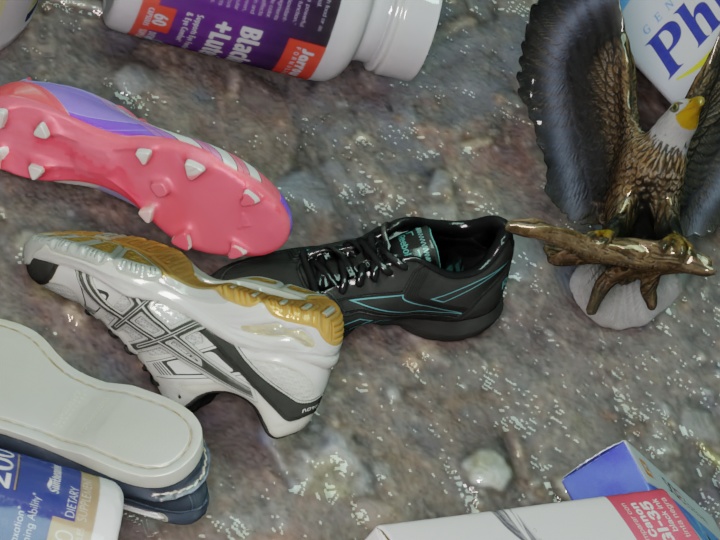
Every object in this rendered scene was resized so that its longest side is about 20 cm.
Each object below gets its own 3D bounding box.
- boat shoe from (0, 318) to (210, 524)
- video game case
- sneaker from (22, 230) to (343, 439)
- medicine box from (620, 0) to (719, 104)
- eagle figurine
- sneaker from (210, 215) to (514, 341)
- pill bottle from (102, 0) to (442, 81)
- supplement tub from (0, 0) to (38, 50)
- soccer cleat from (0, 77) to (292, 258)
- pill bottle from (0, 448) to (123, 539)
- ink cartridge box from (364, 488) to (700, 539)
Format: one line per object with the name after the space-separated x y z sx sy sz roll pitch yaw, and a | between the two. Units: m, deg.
-0.166 0.082 1.520 0.199 0.062 0.075 17 51 23 | boat shoe
0.197 0.205 1.521 0.045 0.181 0.201 -33 63 10 | video game case
-0.110 0.036 1.583 0.199 0.088 0.076 19 14 21 | sneaker
0.288 -0.158 1.812 0.200 0.182 0.103 48 20 17 | medicine box
0.178 -0.078 1.715 0.152 0.150 0.201 42 41 -36 | eagle figurine
0.000 0.000 1.654 0.199 0.079 0.076 -7 57 -25 | sneaker
-0.053 -0.182 1.751 0.199 0.112 0.112 13 50 -12 | pill bottle
-0.241 -0.235 1.654 0.144 0.200 0.146 12 50 -14 | supplement tub
-0.129 -0.067 1.649 0.199 0.067 0.077 18 31 8 | soccer cleat
-0.229 0.135 1.429 0.199 0.111 0.111 16 49 -10 | pill bottle
0.064 0.187 1.389 0.199 0.147 0.083 -2 53 -40 | ink cartridge box
